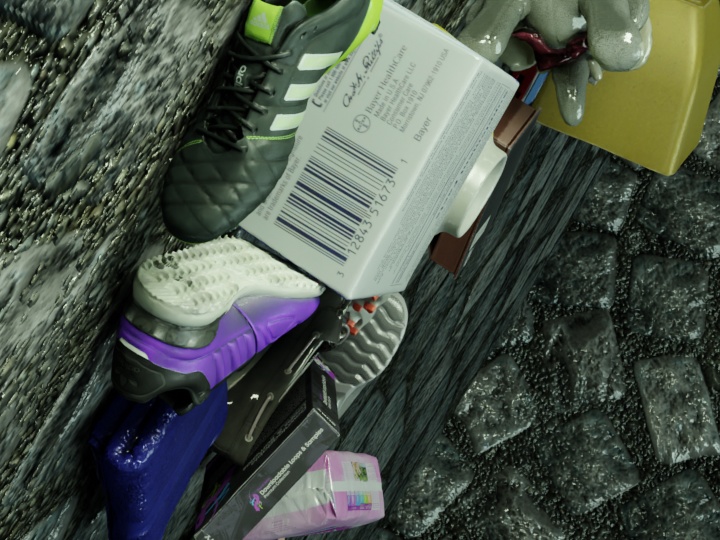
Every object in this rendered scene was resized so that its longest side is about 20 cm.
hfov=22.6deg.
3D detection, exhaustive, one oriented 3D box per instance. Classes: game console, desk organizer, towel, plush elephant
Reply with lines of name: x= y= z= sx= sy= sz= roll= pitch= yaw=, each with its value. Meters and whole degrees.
game console: x=0.200 y=-0.226 z=2.023 sx=0.201 sy=0.031 sz=0.177 roll=-61 pitch=170 yaw=15
desk organizer: x=0.104 y=-0.093 z=1.790 sx=0.072 sy=0.077 sz=0.201 roll=-51 pitch=167 yaw=-39
towel: x=-0.141 y=0.112 z=1.269 sx=0.201 sy=0.049 sz=0.149 roll=101 pitch=15 yaw=-62
plush elephant: x=0.181 y=-0.207 z=1.584 sx=0.155 sy=0.163 sz=0.202 roll=67 pitch=25 yaw=-48

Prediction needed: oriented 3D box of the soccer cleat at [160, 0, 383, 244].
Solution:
soccer cleat: x=-0.056 y=-0.108 z=1.009 sx=0.201 sy=0.067 sz=0.081 roll=-57 pitch=153 yaw=-18

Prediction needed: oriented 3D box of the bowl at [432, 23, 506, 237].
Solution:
bowl: x=0.055 y=-0.087 z=1.469 sx=0.201 sy=0.107 sz=0.200 roll=-56 pitch=171 yaw=-14

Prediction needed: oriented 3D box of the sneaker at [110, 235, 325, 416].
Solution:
sneaker: x=-0.099 y=0.040 z=1.156 sx=0.200 sy=0.069 sz=0.100 roll=-10 pitch=127 yaw=-62

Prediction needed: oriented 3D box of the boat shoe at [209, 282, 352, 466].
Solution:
boat shoe: x=-0.053 y=0.074 z=1.462 sx=0.200 sy=0.057 sz=0.067 roll=-46 pitch=172 yaw=-13

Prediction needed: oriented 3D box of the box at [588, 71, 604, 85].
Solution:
box: x=0.238 y=-0.301 z=1.772 sx=0.113 sy=0.101 sz=0.201 roll=-52 pitch=168 yaw=-34

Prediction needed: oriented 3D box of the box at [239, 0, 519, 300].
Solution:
box: x=0.015 y=-0.087 z=1.274 sx=0.185 sy=0.104 sz=0.200 roll=-60 pitch=170 yaw=7

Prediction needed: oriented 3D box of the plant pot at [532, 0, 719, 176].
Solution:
plant pot: x=0.344 y=-0.263 z=2.212 sx=0.194 sy=0.194 sz=0.202 roll=-39 pitch=149 yaw=-63

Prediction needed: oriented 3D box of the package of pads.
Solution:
package of pads: x=-0.057 y=0.217 z=1.732 sx=0.200 sy=0.119 sz=0.077 roll=24 pitch=57 yaw=-75

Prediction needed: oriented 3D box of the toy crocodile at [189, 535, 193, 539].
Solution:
toy crocodile: x=-0.127 y=0.271 z=1.750 sx=0.062 sy=0.067 sz=0.200 roll=-64 pitch=172 yaw=8

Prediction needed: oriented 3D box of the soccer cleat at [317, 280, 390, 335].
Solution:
soccer cleat: x=0.000 y=0.000 z=1.597 sx=0.078 sy=0.069 sz=0.200 roll=-62 pitch=178 yaw=-13

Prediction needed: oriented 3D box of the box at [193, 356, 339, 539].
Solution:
box: x=-0.076 y=0.150 z=1.495 sx=0.143 sy=0.036 sz=0.200 roll=-47 pitch=-173 yaw=7

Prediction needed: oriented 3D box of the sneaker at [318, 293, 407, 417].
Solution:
sneaker: x=-0.021 y=0.088 z=1.763 sx=0.200 sy=0.075 sz=0.082 roll=-51 pitch=-179 yaw=25
